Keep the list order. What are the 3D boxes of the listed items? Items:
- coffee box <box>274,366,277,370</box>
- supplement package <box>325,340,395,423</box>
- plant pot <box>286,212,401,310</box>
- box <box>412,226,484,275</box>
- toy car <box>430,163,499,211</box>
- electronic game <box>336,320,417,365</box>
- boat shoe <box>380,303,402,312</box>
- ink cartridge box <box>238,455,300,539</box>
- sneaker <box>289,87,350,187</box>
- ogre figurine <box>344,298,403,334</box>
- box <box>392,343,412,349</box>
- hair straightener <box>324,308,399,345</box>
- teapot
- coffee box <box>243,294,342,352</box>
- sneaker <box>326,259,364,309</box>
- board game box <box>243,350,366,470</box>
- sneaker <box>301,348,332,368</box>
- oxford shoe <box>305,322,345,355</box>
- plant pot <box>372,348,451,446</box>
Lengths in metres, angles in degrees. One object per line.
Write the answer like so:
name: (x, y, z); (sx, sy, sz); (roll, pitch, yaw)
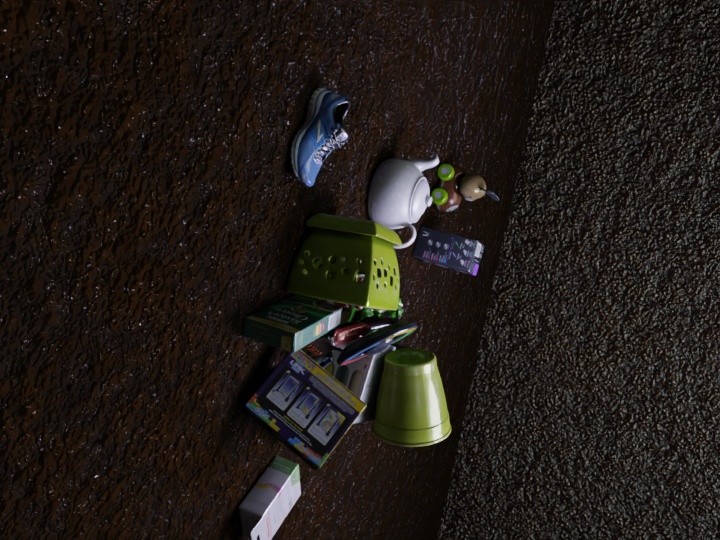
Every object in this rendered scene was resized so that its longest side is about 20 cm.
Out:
coffee box: (-0.153, 0.318, 1.468); (0.115, 0.079, 0.200); (-63, 155, -24)
supplement package: (-0.027, 0.264, 1.639); (0.151, 0.151, 0.201); (24, 83, -67)
plant pot: (-0.022, -0.019, 1.417); (0.200, 0.198, 0.182); (15, 85, -67)
box: (0.289, -0.064, 2.109); (0.122, 0.199, 0.107); (20, 87, -68)
toy car: (0.357, -0.260, 2.142); (0.164, 0.199, 0.159); (11, 94, -68)
electronic game: (0.038, 0.165, 1.451); (0.042, 0.199, 0.200); (64, 20, 11)
boat shoe: (0.062, 0.100, 1.856); (0.200, 0.072, 0.060); (22, 90, -64)
ink cartridge box: (-0.217, 0.545, 1.485); (0.200, 0.067, 0.118); (-49, 148, -48)
sneaker: (-0.073, -0.259, 1.262); (0.079, 0.089, 0.201); (27, 79, -66)
ogre figurine: (0.021, 0.087, 1.636); (0.120, 0.200, 0.098); (-58, 153, 14)
box: (0.075, 0.245, 1.805); (0.087, 0.199, 0.164); (-70, 157, -9)
hair straightener: (0.004, 0.116, 1.437); (0.199, 0.077, 0.041); (-18, 108, -33)
teapot: (0.116, -0.189, 1.686); (0.197, 0.145, 0.201); (-46, 146, -49)
coffee box: (-0.133, 0.103, 1.319); (0.200, 0.122, 0.044); (-24, 126, -60)
sneaker: (0.000, 0.000, 1.578); (0.201, 0.112, 0.071); (-70, 158, -10)
board game box: (-0.116, 0.285, 1.344); (0.165, 0.200, 0.057); (-48, 175, -26)
sneaker: (-0.095, 0.177, 1.512); (0.201, 0.081, 0.074); (-71, 158, -9)
oxford shoe: (-0.098, 0.153, 1.414); (0.199, 0.071, 0.073); (3, 87, -46)
plant pot: (0.126, 0.303, 1.608); (0.200, 0.199, 0.194); (-24, 115, -62)
